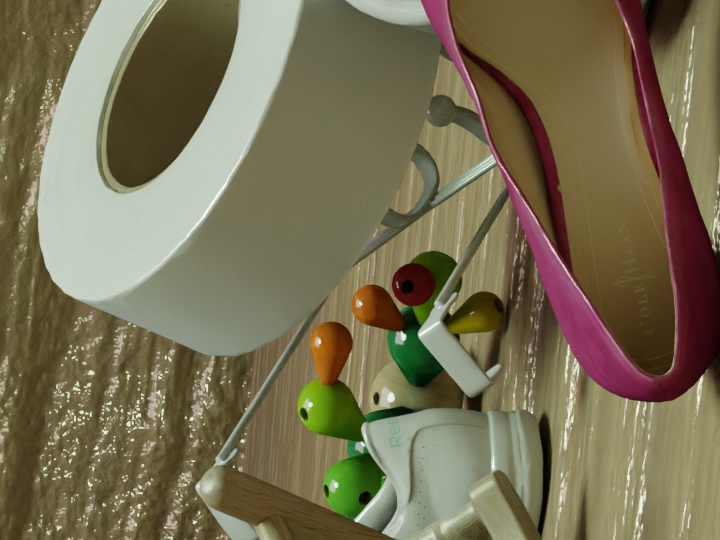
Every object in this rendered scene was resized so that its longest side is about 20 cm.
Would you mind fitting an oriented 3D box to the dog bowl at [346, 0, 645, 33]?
[{"bbox_3d":[0.036,-0.172,0.960,0.200,0.059,0.200,8,100,51],"label":"dog bowl"}]

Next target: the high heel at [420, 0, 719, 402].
[{"bbox_3d":[0.058,-0.056,0.847,0.096,0.067,0.200,-61,-44,-84],"label":"high heel"}]

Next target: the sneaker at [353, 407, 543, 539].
[{"bbox_3d":[0.022,0.146,1.198,0.075,0.088,0.200,-102,17,-66],"label":"sneaker"}]

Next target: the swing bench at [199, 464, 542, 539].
[{"bbox_3d":[-0.042,0.171,1.003,0.200,0.199,0.130,10,-130,-57],"label":"swing bench"}]

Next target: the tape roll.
[{"bbox_3d":[-0.053,-0.069,1.171,0.202,0.071,0.203,-39,38,39],"label":"tape roll"}]

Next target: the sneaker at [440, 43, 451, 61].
[{"bbox_3d":[0.044,-0.175,1.189,0.100,0.075,0.200,66,-161,-51],"label":"sneaker"}]

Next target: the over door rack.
[{"bbox_3d":[0.000,0.000,1.172,0.148,0.067,0.200,-36,24,33],"label":"over door rack"}]

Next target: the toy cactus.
[{"bbox_3d":[0.026,0.073,1.330,0.165,0.102,0.200,-49,-34,-66],"label":"toy cactus"}]

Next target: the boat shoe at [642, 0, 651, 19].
[{"bbox_3d":[0.080,-0.177,0.989,0.073,0.063,0.201,-97,13,-64],"label":"boat shoe"}]
